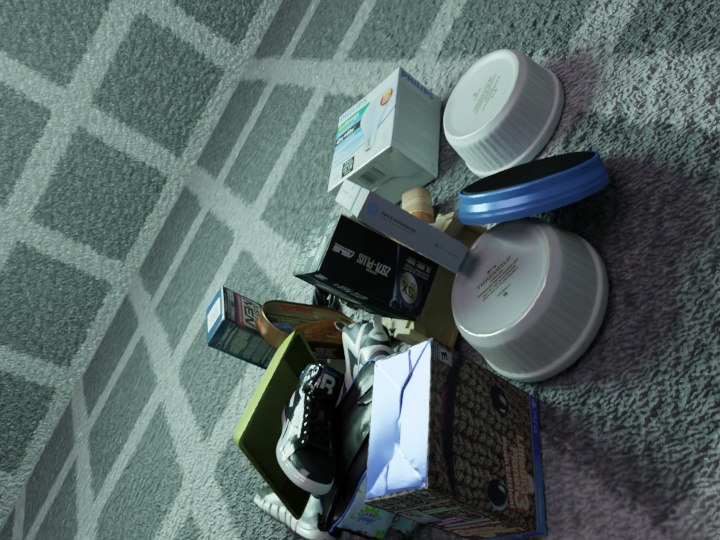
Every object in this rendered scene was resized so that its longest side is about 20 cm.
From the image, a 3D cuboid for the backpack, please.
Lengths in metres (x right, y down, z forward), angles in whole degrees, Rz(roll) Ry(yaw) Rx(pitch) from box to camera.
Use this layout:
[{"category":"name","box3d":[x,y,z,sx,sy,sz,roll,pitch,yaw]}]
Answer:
[{"category":"backpack","box3d":[0.031,0.235,0.853,0.203,0.144,0.184,-63,23,19]}]

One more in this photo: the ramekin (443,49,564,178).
[{"category":"ramekin","box3d":[0.220,-0.259,1.019,0.201,0.093,0.206,-37,38,36]}]

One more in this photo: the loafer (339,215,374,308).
[{"category":"loafer","box3d":[-0.022,-0.018,1.153,0.076,0.068,0.204,-120,32,-50]}]

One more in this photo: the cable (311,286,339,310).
[{"category":"cable","box3d":[-0.068,0.019,1.200,0.049,0.165,0.204,7,57,11]}]

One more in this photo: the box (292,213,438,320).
[{"category":"box","box3d":[0.000,0.000,0.939,0.088,0.161,0.199,-66,15,-9]}]

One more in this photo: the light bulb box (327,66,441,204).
[{"category":"light bulb box","box3d":[0.049,-0.246,1.241,0.196,0.123,0.205,-28,45,43]}]

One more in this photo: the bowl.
[{"category":"bowl","box3d":[0.221,-0.111,0.829,0.195,0.040,0.201,-18,11,4]}]

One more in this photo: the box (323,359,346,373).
[{"category":"box","box3d":[-0.075,0.233,1.102,0.082,0.067,0.204,9,74,59]}]

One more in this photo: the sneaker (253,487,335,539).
[{"category":"sneaker","box3d":[-0.089,0.362,1.030,0.197,0.075,0.118,7,66,47]}]

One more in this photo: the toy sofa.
[{"category":"toy sofa","box3d":[0.122,0.022,0.953,0.205,0.081,0.097,-69,14,-11]}]

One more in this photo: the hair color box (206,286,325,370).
[{"category":"hair color box","box3d":[-0.160,0.112,1.064,0.061,0.197,0.101,-52,29,17]}]

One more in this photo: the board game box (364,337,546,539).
[{"category":"board game box","box3d":[0.110,0.199,0.715,0.096,0.198,0.163,-28,44,41]}]

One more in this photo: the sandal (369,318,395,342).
[{"category":"sandal","box3d":[0.060,0.062,1.044,0.199,0.054,0.083,-39,37,35]}]

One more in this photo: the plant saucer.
[{"category":"plant saucer","box3d":[-0.111,0.230,0.950,0.047,0.203,0.202,-2,42,29]}]

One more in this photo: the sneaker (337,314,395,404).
[{"category":"sneaker","box3d":[0.004,0.151,0.999,0.202,0.077,0.132,104,168,-47]}]

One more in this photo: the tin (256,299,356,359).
[{"category":"tin","box3d":[-0.081,0.099,1.047,0.042,0.196,0.113,-60,42,22]}]

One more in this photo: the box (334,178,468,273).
[{"category":"box","box3d":[0.050,-0.067,0.884,0.042,0.153,0.200,-60,14,5]}]

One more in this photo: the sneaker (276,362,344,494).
[{"category":"sneaker","box3d":[-0.059,0.185,0.817,0.114,0.072,0.200,-65,18,10]}]

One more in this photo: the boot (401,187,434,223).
[{"category":"boot","box3d":[0.055,-0.041,1.125,0.199,0.072,0.159,-33,47,49]}]

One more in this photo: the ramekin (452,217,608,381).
[{"category":"ramekin","box3d":[0.203,0.028,0.801,0.201,0.093,0.206,-36,39,36]}]
